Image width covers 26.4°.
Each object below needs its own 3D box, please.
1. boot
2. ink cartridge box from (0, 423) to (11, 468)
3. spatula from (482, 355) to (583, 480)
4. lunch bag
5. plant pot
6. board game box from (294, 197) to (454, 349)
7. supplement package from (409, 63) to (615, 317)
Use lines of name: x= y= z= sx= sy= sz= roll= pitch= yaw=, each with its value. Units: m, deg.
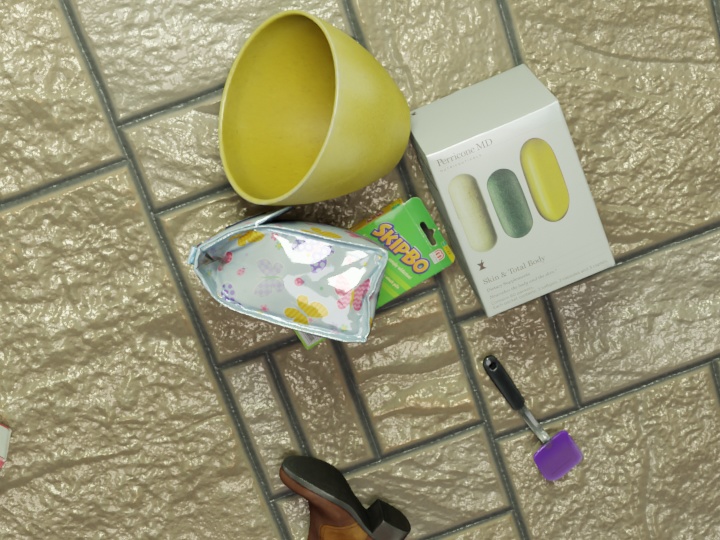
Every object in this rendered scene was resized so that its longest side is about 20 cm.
boot: x=-0.069 y=0.332 z=1.853 sx=0.188 sy=0.068 sz=0.200 roll=32 pitch=111 yaw=-28
ink cartridge box: x=-0.506 y=0.239 z=1.715 sx=0.145 sy=0.083 sz=0.200 roll=31 pitch=104 yaw=-20
spatula: x=0.201 y=0.176 z=1.841 sx=0.057 sy=0.021 sz=0.200 roll=-40 pitch=111 yaw=-6
lunch bag: x=-0.075 y=-0.004 z=1.623 sx=0.200 sy=0.170 sz=0.127 roll=13 pitch=93 yaw=1
plant pot: x=-0.033 y=-0.155 z=1.590 sx=0.142 sy=0.200 sz=0.200 roll=11 pitch=112 yaw=-39
board game box: x=0.000 y=0.000 z=1.732 sx=0.200 sy=0.030 sz=0.096 roll=-30 pitch=113 yaw=6
supplement package: x=0.157 y=-0.088 z=1.654 sx=0.152 sy=0.151 sz=0.200 roll=-23 pitch=114 yaw=1
